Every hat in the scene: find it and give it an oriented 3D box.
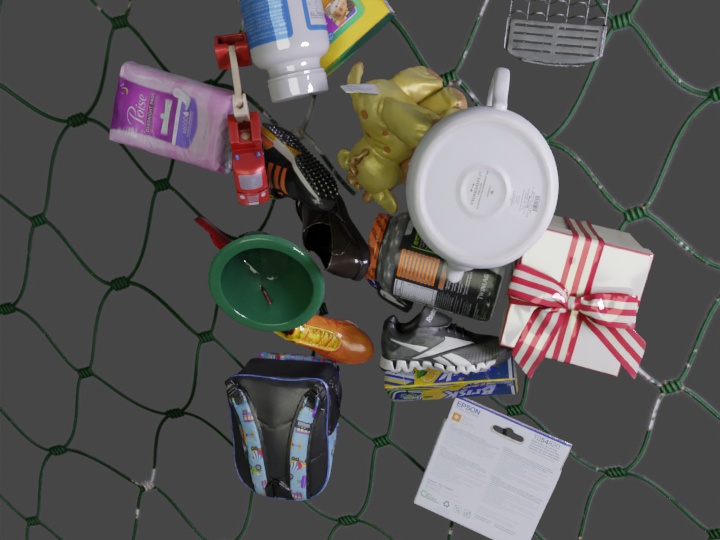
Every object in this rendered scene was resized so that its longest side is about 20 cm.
[{"bbox_3d":[-0.146,-0.033,1.067,0.197,0.178,0.166,32,119,-22],"label":"hat"}]

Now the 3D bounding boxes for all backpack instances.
[{"bbox_3d":[-0.114,0.249,1.106,0.176,0.135,0.207,1,102,12],"label":"backpack"}]

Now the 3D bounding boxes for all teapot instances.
[{"bbox_3d":[0.145,-0.108,0.860,0.197,0.146,0.200,-33,97,11],"label":"teapot"}]

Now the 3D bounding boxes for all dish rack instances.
[{"bbox_3d":[0.267,-0.379,0.925,0.148,0.055,0.207,8,104,11],"label":"dish rack"}]

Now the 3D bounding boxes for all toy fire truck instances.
[{"bbox_3d":[-0.161,-0.208,0.954,0.047,0.204,0.143,-8,143,-7],"label":"toy fire truck"}]

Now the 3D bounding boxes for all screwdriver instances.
[{"bbox_3d":[0.000,0.000,1.084,0.198,0.028,0.029,38,77,3],"label":"screwdriver"}]

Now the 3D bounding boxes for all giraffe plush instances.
[{"bbox_3d":[0.045,-0.176,0.976,0.194,0.175,0.165,3,132,-19],"label":"giraffe plush"}]

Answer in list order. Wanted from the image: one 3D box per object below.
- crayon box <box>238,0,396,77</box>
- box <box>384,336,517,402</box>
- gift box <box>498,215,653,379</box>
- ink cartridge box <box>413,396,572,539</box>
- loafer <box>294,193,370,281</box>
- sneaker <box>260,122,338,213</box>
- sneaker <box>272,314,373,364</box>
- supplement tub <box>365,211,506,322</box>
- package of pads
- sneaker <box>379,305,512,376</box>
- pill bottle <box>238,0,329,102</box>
[{"bbox_3d":[-0.074,-0.393,0.996,0.171,0.058,0.202,-34,94,18],"label":"crayon box"},{"bbox_3d":[0.135,0.150,1.053,0.194,0.065,0.072,-7,60,14],"label":"box"},{"bbox_3d":[0.286,0.039,0.944,0.179,0.187,0.207,9,103,10],"label":"gift box"},{"bbox_3d":[0.205,0.314,1.099,0.195,0.041,0.205,22,106,7],"label":"ink cartridge box"},{"bbox_3d":[-0.054,-0.064,1.008,0.201,0.070,0.074,52,129,44],"label":"loafer"},{"bbox_3d":[-0.103,-0.130,1.024,0.091,0.069,0.201,-56,51,23],"label":"sneaker"},{"bbox_3d":[-0.073,0.102,1.096,0.195,0.077,0.075,20,104,6],"label":"sneaker"},{"bbox_3d":[0.108,-0.011,1.006,0.194,0.123,0.126,17,106,9],"label":"supplement tub"},{"bbox_3d":[-0.278,-0.234,1.068,0.194,0.076,0.124,17,103,8],"label":"package of pads"},{"bbox_3d":[0.116,0.096,0.991,0.194,0.067,0.093,-3,107,17],"label":"sneaker"},{"bbox_3d":[-0.102,-0.334,0.927,0.109,0.112,0.207,-8,101,14],"label":"pill bottle"}]
